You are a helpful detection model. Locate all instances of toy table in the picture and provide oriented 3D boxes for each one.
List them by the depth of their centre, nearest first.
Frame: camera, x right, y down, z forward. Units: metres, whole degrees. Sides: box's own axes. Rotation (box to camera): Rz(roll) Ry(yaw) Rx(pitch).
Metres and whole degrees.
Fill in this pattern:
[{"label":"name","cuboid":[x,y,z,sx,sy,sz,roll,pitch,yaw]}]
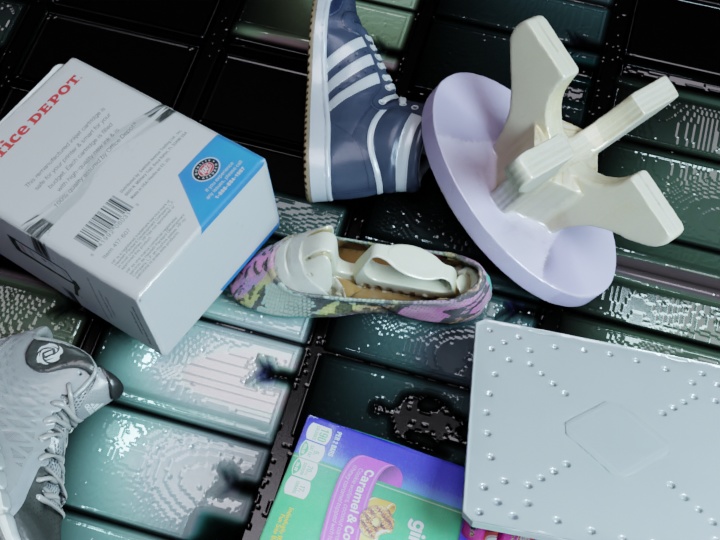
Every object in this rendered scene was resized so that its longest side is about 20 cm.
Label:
[{"label":"toy table","cuboid":[0.142,-0.082,0.911,0.200,0.117,0.184,47,52,-1]}]

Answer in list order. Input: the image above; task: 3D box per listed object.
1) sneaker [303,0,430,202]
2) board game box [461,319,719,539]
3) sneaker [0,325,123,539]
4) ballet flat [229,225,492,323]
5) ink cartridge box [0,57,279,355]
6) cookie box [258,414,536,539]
[{"label":"sneaker","cuboid":[0.012,-0.148,1.005,0.108,0.070,0.201,0,68,5]},{"label":"board game box","cuboid":[0.168,0.120,0.832,0.199,0.026,0.201,11,36,0]},{"label":"sneaker","cuboid":[-0.212,0.118,0.862,0.115,0.075,0.201,-21,63,-14]},{"label":"ballet flat","cuboid":[0.000,0.000,0.926,0.198,0.071,0.070,5,62,3]},{"label":"ink cartridge box","cuboid":[-0.184,-0.052,0.934,0.199,0.085,0.146,29,65,24]},{"label":"cookie box","cuboid":[0.030,0.211,0.809,0.199,0.075,0.172,18,61,8]}]
